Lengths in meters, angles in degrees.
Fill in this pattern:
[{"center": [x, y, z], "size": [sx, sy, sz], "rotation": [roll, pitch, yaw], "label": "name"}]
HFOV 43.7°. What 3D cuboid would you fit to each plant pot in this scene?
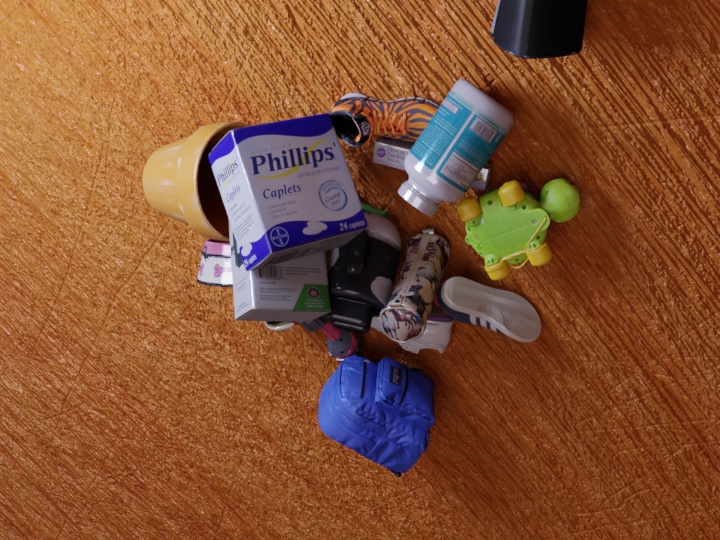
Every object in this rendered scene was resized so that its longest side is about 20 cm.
[{"center": [-0.277, -0.157, 1.575], "size": [0.181, 0.200, 0.203], "rotation": [6, 120, 37], "label": "plant pot"}]

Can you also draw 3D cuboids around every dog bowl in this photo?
[{"center": [-0.194, -0.021, 1.606], "size": [0.197, 0.200, 0.075], "rotation": [1, 98, 21], "label": "dog bowl"}]

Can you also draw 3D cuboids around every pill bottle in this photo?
[{"center": [0.141, -0.185, 1.391], "size": [0.110, 0.111, 0.201], "rotation": [36, 102, 1], "label": "pill bottle"}]

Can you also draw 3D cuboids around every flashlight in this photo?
[{"center": [-0.057, 0.109, 1.620], "size": [0.067, 0.068, 0.200], "rotation": [-26, 151, 11], "label": "flashlight"}]

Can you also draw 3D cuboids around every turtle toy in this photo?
[{"center": [0.256, -0.083, 1.437], "size": [0.198, 0.101, 0.147], "rotation": [-20, 107, 29], "label": "turtle toy"}]

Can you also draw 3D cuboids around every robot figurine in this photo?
[{"center": [-0.002, 0.000, 1.534], "size": [0.124, 0.203, 0.149], "rotation": [23, 161, -30], "label": "robot figurine"}]

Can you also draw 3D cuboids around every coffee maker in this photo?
[{"center": [0.250, -0.396, 1.223], "size": [0.132, 0.193, 0.203], "rotation": [2, 120, 2], "label": "coffee maker"}]

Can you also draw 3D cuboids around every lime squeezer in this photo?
[{"center": [-0.052, -0.118, 1.592], "size": [0.197, 0.038, 0.071], "rotation": [-4, 146, 23], "label": "lime squeezer"}]

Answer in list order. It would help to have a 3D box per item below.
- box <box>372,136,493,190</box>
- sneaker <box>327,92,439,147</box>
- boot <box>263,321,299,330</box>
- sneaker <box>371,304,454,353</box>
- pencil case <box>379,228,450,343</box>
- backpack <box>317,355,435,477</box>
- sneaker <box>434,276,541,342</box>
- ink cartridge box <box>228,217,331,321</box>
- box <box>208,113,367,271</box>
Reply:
[{"center": [0.119, -0.178, 1.480], "size": [0.197, 0.039, 0.042], "rotation": [17, 119, 13], "label": "box"}, {"center": [0.036, -0.231, 1.442], "size": [0.197, 0.112, 0.079], "rotation": [7, 118, 19], "label": "sneaker"}, {"center": [-0.086, 0.060, 1.650], "size": [0.198, 0.107, 0.076], "rotation": [-19, 106, 27], "label": "boot"}, {"center": [0.068, 0.105, 1.623], "size": [0.197, 0.075, 0.101], "rotation": [10, 121, 12], "label": "sneaker"}, {"center": [0.093, 0.021, 1.505], "size": [0.077, 0.201, 0.090], "rotation": [13, 137, 12], "label": "pencil case"}, {"center": [0.031, 0.242, 1.648], "size": [0.198, 0.163, 0.169], "rotation": [24, 121, -12], "label": "backpack"}, {"center": [0.217, 0.069, 1.555], "size": [0.198, 0.076, 0.084], "rotation": [26, 159, -13], "label": "sneaker"}, {"center": [-0.135, -0.023, 1.482], "size": [0.083, 0.145, 0.203], "rotation": [-27, 64, 55], "label": "ink cartridge box"}, {"center": [-0.114, -0.125, 1.413], "size": [0.105, 0.182, 0.203], "rotation": [-31, 77, 57], "label": "box"}]
